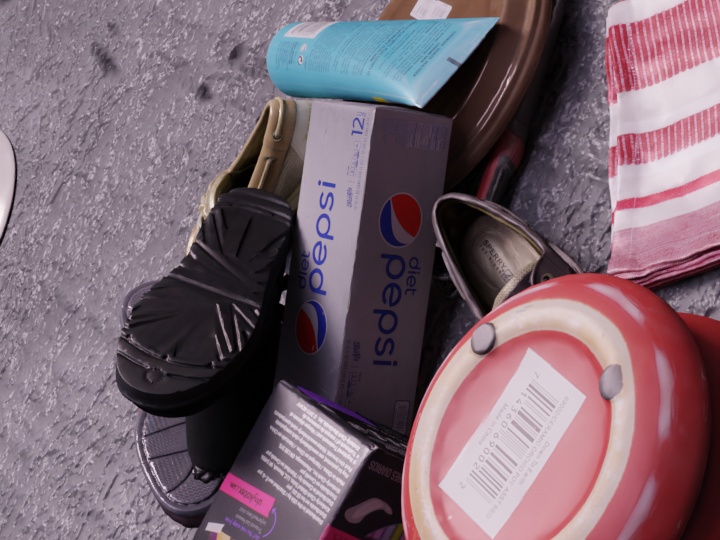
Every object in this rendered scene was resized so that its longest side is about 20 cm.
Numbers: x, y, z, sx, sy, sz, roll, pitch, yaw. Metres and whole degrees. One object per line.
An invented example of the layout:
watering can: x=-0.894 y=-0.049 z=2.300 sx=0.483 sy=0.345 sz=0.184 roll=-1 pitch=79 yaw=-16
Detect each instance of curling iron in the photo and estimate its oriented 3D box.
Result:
curling iron: x=0.083 y=-0.079 z=1.287 sx=0.049 sy=0.026 sz=0.201 roll=14 pitch=79 yaw=49

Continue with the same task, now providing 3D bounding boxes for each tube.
tube: x=0.008 y=-0.134 z=1.327 sx=0.078 sy=0.050 sz=0.200 roll=-54 pitch=27 yaw=-15

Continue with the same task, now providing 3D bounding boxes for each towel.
towel: x=0.197 y=-0.094 z=1.166 sx=0.144 sy=0.023 sz=0.201 roll=-24 pitch=51 yaw=39

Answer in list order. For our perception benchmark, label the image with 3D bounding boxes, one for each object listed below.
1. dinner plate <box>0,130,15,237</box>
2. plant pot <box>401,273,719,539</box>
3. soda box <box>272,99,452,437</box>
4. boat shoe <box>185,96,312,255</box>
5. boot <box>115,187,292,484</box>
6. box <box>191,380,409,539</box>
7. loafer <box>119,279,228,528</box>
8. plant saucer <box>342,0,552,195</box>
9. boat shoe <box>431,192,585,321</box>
dinner plate: x=-0.367 y=-0.038 z=1.802 sx=0.200 sy=0.024 sz=0.201 roll=-29 pitch=48 yaw=38
plant pot: x=0.134 y=0.112 z=0.986 sx=0.200 sy=0.182 sz=0.201 roll=-25 pitch=53 yaw=37
soda box: x=0.000 y=0.000 z=1.262 sx=0.068 sy=0.063 sz=0.201 roll=12 pitch=96 yaw=52
boat shoe: x=-0.076 y=-0.055 z=1.407 sx=0.201 sy=0.063 sz=0.074 roll=-38 pitch=42 yaw=52
boot: x=-0.089 y=0.063 z=1.269 sx=0.199 sy=0.073 sz=0.163 roll=-64 pitch=-15 yaw=-47
box: x=-0.026 y=0.184 z=1.176 sx=0.106 sy=0.122 sz=0.201 roll=32 pitch=94 yaw=52
loafer: x=-0.119 y=0.096 z=1.406 sx=0.071 sy=0.063 sz=0.201 roll=-12 pitch=49 yaw=-5
plant saucer: x=0.047 y=-0.130 z=1.338 sx=0.200 sy=0.029 sz=0.201 roll=-41 pitch=34 yaw=36
boat shoe: x=0.099 y=0.024 z=1.168 sx=0.073 sy=0.065 sz=0.200 roll=-53 pitch=44 yaw=7
